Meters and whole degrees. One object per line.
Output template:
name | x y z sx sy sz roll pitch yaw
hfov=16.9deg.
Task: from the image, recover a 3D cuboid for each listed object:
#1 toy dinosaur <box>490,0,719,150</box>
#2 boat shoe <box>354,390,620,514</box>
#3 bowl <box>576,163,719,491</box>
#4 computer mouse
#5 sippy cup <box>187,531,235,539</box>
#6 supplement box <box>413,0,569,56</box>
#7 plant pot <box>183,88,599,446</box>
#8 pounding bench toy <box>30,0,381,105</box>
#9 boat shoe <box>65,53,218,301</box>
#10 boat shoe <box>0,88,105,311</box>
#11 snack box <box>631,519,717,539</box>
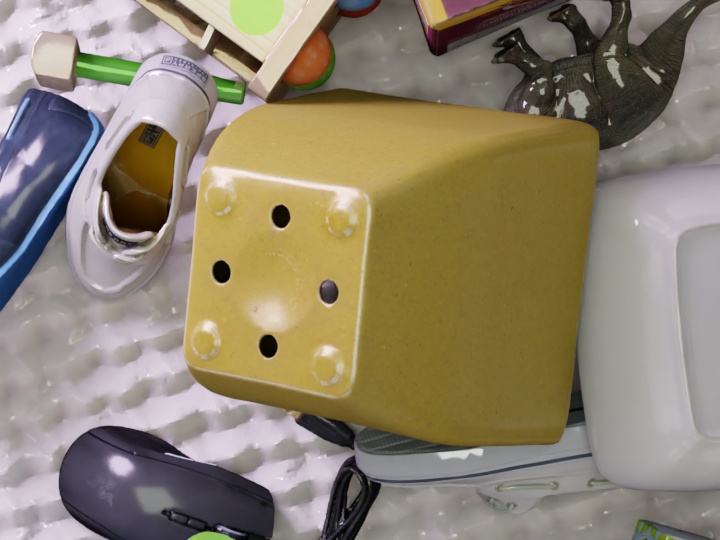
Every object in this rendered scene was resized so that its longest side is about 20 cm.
toy dinosaur | 0.142 -0.113 1.512 0.199 0.077 0.103 -29 102 -2
boat shoe | 0.097 0.121 1.508 0.198 0.074 0.067 -7 113 0
bowl | 0.235 0.034 1.471 0.198 0.075 0.202 -4 90 -22
computer mouse | -0.086 0.134 1.528 0.199 0.046 0.141 28 94 1
sippy cup | -0.098 0.248 1.488 0.129 0.140 0.179 19 89 15
supplement box | 0.067 -0.211 1.438 0.102 0.200 0.132 -21 91 2
plant pot | 0.000 0.000 1.406 0.194 0.199 0.196 10 98 31
pounding bench toy | -0.089 -0.157 1.482 0.156 0.124 0.201 36 92 0
boat shoe | -0.139 -0.039 1.461 0.070 0.070 0.200 25 135 -6
boat shoe | -0.238 -0.023 1.522 0.068 0.084 0.201 33 76 5
snack box | 0.247 0.249 1.494 0.198 0.053 0.143 16 91 -16
